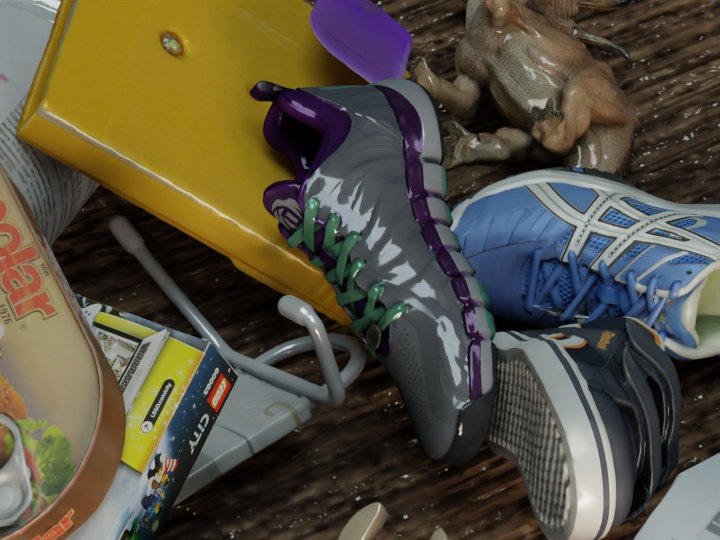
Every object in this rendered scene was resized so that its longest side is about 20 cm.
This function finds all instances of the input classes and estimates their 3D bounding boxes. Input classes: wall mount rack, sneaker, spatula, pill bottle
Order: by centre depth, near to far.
[{"bbox_3d":[0.102,0.060,0.977,0.079,0.078,0.200,-5,12,-5],"label":"sneaker"},{"bbox_3d":[0.000,0.000,1.032,0.088,0.074,0.200,2,53,-22],"label":"sneaker"},{"bbox_3d":[-0.105,0.048,1.043,0.200,0.075,0.174,-31,28,-26],"label":"wall mount rack"},{"bbox_3d":[0.127,-0.001,1.071,0.200,0.076,0.077,1,22,3],"label":"sneaker"},{"bbox_3d":[-0.184,-0.056,1.087,0.113,0.113,0.200,14,36,12],"label":"pill bottle"},{"bbox_3d":[0.001,-0.141,1.193,0.057,0.021,0.200,34,18,-12],"label":"spatula"}]

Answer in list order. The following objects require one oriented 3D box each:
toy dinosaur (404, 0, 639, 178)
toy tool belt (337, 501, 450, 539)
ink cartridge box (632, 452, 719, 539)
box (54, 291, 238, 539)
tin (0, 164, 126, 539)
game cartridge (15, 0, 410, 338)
[{"bbox_3d":[0.099,-0.096,1.171,0.136,0.086,0.200,2,56,-48],"label":"toy dinosaur"},{"bbox_3d":[0.018,0.158,0.895,0.123,0.125,0.200,-42,79,-11],"label":"toy tool belt"},{"bbox_3d":[0.184,0.137,0.911,0.163,0.057,0.200,26,10,20],"label":"ink cartridge box"},{"bbox_3d":[-0.154,0.100,0.920,0.137,0.038,0.200,19,71,25],"label":"box"},{"bbox_3d":[-0.165,0.029,0.916,0.112,0.042,0.200,-33,59,5],"label":"tin"},{"bbox_3d":[-0.057,-0.076,1.107,0.200,0.032,0.176,32,40,-20],"label":"game cartridge"}]
